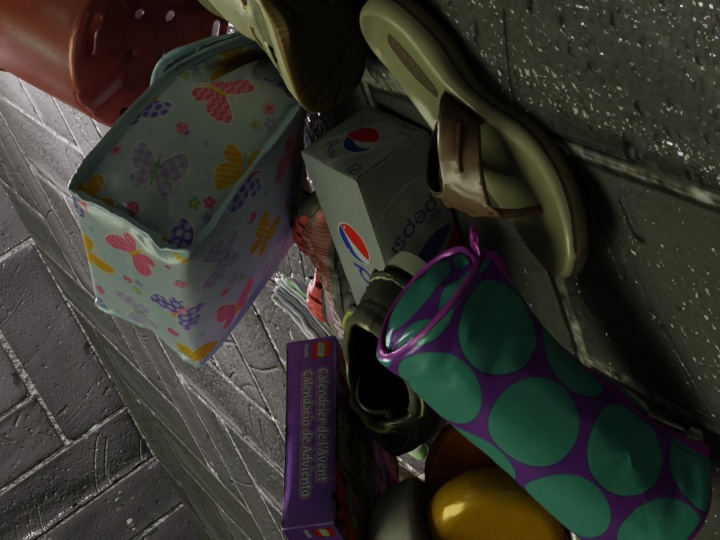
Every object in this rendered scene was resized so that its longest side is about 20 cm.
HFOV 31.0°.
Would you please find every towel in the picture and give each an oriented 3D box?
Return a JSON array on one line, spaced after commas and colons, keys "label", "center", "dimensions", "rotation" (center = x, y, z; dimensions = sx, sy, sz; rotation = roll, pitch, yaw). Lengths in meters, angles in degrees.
[{"label": "towel", "center": [-0.007, 0.093, 1.147], "dimensions": [0.149, 0.031, 0.200], "rotation": [50, 175, 25]}]

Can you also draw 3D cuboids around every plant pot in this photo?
[{"label": "plant pot", "center": [-0.215, -0.216, 0.999], "dimensions": [0.195, 0.200, 0.202], "rotation": [34, 153, 32]}]

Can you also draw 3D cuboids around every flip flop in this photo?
[{"label": "flip flop", "center": [0.055, -0.071, 0.725], "dimensions": [0.201, 0.057, 0.081], "rotation": [52, 162, 14]}]

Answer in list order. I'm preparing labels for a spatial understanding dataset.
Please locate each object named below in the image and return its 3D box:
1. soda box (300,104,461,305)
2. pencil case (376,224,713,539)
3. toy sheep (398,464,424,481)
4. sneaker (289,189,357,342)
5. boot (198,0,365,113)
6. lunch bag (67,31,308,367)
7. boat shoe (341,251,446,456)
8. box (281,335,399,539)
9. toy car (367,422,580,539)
[{"label": "soda box", "center": [0.029, -0.008, 0.891], "dimensions": [0.068, 0.063, 0.201], "rotation": [31, 149, 47]}, {"label": "pencil case", "center": [0.105, 0.074, 0.728], "dimensions": [0.200, 0.093, 0.085], "rotation": [40, -168, -12]}, {"label": "toy sheep", "center": [0.074, 0.227, 1.082], "dimensions": [0.138, 0.138, 0.200], "rotation": [50, -174, 19]}, {"label": "sneaker", "center": [0.000, 0.000, 0.971], "dimensions": [0.098, 0.071, 0.201], "rotation": [47, 162, 26]}, {"label": "boot", "center": [-0.070, -0.210, 0.798], "dimensions": [0.155, 0.072, 0.201], "rotation": [46, 160, 37]}, {"label": "lunch bag", "center": [-0.108, -0.063, 0.934], "dimensions": [0.126, 0.201, 0.170], "rotation": [30, 154, 13]}, {"label": "boat shoe", "center": [0.019, 0.069, 0.859], "dimensions": [0.072, 0.060, 0.203], "rotation": [36, 151, 23]}, {"label": "box", "center": [-0.009, 0.157, 0.921], "dimensions": [0.201, 0.039, 0.138], "rotation": [66, -161, -53]}, {"label": "toy car", "center": [0.102, 0.181, 0.922], "dimensions": [0.151, 0.173, 0.201], "rotation": [-90, -14, -49]}]
